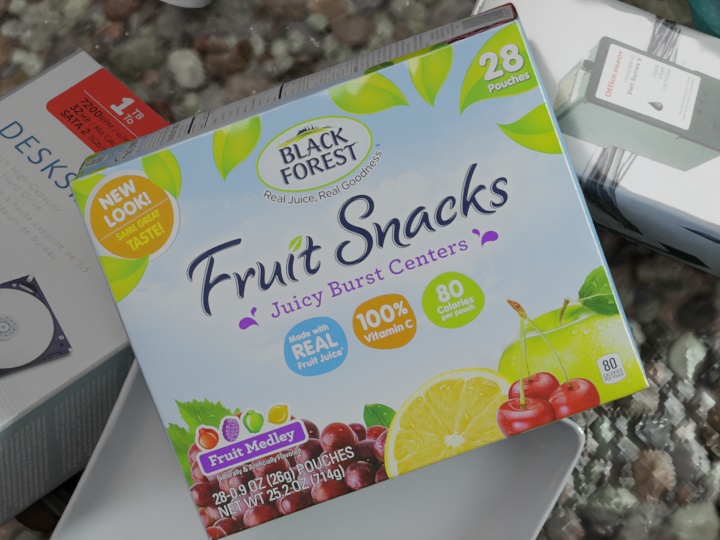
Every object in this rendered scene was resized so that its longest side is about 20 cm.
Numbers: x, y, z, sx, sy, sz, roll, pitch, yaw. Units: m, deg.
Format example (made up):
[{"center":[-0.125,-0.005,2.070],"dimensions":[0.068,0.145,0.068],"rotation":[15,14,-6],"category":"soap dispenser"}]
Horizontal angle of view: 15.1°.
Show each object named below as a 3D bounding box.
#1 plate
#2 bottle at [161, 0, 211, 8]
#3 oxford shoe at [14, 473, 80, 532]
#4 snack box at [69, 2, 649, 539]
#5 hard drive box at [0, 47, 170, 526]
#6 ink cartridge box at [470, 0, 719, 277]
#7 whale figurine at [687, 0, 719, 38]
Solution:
[{"center":[-0.029,0.115,1.227],"dimensions":[0.199,0.032,0.200],"rotation":[25,100,-8],"category":"plate"},{"center":[-0.057,-0.221,1.303],"dimensions":[0.083,0.065,0.200],"rotation":[23,120,-3],"category":"bottle"},{"center":[-0.213,0.075,1.310],"dimensions":[0.200,0.073,0.084],"rotation":[34,89,26],"category":"oxford shoe"},{"center":[0.000,0.000,1.152],"dimensions":[0.200,0.068,0.169],"rotation":[-19,101,4],"category":"snack box"},{"center":[-0.157,0.010,1.255],"dimensions":[0.200,0.077,0.156],"rotation":[-35,61,-29],"category":"hard drive box"},{"center":[0.145,-0.055,1.236],"dimensions":[0.200,0.146,0.084],"rotation":[23,86,14],"category":"ink cartridge box"},{"center":[0.147,-0.175,1.241],"dimensions":[0.104,0.200,0.159],"rotation":[-2,119,9],"category":"whale figurine"}]
